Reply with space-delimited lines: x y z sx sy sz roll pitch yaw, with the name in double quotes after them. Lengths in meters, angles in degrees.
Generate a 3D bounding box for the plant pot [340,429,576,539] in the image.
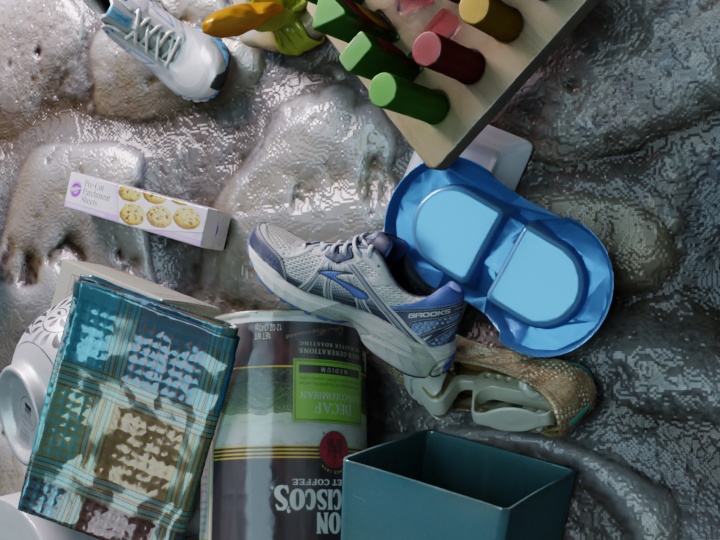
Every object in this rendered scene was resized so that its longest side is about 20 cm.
0.067 0.249 0.837 0.140 0.141 0.203 11 98 31 "plant pot"

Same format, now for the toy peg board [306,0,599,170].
0.049 -0.221 0.814 0.199 0.097 0.201 -47 64 24 "toy peg board"

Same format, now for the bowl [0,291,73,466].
-0.260 0.117 0.942 0.199 0.093 0.204 16 111 47 "bowl"

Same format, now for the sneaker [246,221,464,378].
0.000 0.000 0.855 0.198 0.077 0.086 28 114 17 "sneaker"

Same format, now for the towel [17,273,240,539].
-0.188 0.120 0.859 0.145 0.022 0.203 17 94 7 "towel"

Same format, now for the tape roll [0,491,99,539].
-0.272 0.302 1.010 0.201 0.138 0.206 5 98 43 "tape roll"

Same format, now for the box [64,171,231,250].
-0.221 -0.062 1.091 0.198 0.039 0.042 17 93 31 "box"

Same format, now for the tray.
0.065 -0.036 0.926 0.107 0.022 0.202 27 100 29 "tray"

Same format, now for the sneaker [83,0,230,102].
-0.216 -0.237 1.077 0.199 0.086 0.076 37 103 27 "sneaker"

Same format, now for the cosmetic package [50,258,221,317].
-0.227 0.060 1.036 0.199 0.071 0.107 18 94 47 "cosmetic package"

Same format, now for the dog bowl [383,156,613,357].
0.114 -0.012 0.862 0.199 0.049 0.112 32 101 20 "dog bowl"

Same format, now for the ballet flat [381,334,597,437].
0.091 0.093 0.866 0.198 0.065 0.071 5 127 33 "ballet flat"

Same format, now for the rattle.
-0.090 -0.309 0.980 0.130 0.141 0.203 22 104 49 "rattle"

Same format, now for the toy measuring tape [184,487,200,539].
-0.127 0.195 0.997 0.073 0.073 0.203 11 93 31 "toy measuring tape"

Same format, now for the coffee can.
-0.065 0.146 0.904 0.145 0.146 0.203 -9 74 30 "coffee can"
